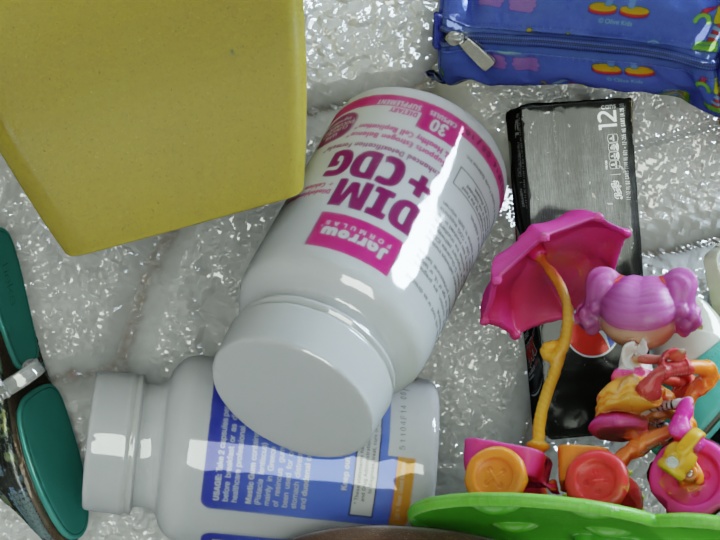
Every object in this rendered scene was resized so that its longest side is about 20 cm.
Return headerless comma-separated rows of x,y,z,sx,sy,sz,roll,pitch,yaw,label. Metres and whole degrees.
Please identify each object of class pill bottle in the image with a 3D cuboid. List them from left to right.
-0.059,0.108,1.148,0.200,0.112,0.112,7,91,-5,pill bottle
0.000,0.000,1.102,0.113,0.113,0.200,31,52,-5,pill bottle

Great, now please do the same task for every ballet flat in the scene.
-0.217,0.072,1.165,0.074,0.074,0.200,-14,91,-4,ballet flat
0.215,0.029,1.162,0.070,0.067,0.200,50,59,-9,ballet flat

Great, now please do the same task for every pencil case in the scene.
0.134,-0.137,1.134,0.200,0.087,0.078,10,118,23,pencil case

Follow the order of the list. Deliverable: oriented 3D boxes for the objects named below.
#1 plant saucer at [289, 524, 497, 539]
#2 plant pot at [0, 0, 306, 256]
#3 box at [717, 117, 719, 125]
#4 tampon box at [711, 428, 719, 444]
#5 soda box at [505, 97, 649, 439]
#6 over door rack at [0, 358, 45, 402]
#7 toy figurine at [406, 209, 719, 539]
0.027,0.185,1.128,0.200,0.200,0.035,6,64,-5,plant saucer
-0.124,-0.118,1.104,0.200,0.200,0.177,-15,103,-4,plant pot
0.224,-0.171,1.181,0.050,0.075,0.200,-17,94,-2,box
0.298,0.107,1.130,0.126,0.200,0.150,-42,93,-2,tampon box
0.132,-0.002,1.183,0.071,0.063,0.200,-5,92,-4,soda box
-0.297,0.048,1.101,0.200,0.067,0.148,-33,97,6,over door rack
0.133,0.057,1.078,0.200,0.150,0.184,1,72,19,toy figurine
